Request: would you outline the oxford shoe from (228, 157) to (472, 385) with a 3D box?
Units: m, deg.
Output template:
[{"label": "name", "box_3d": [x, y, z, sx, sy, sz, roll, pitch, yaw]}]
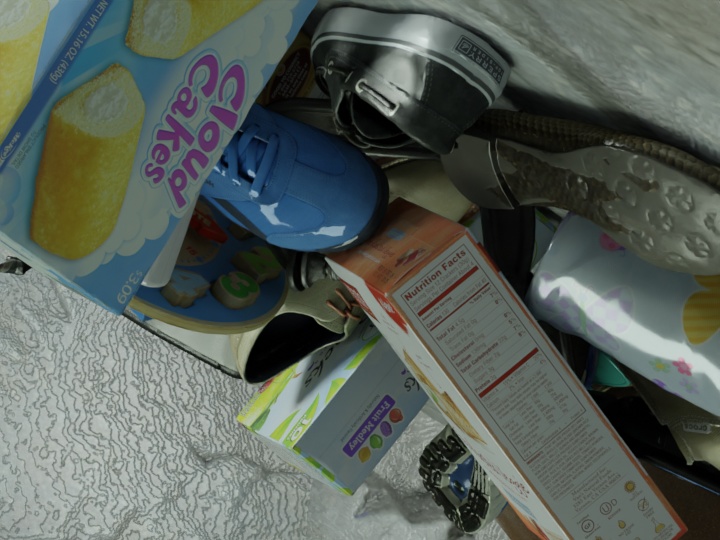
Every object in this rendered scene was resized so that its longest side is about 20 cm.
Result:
[{"label": "oxford shoe", "box_3d": [0.000, 0.000, 1.373, 0.071, 0.200, 0.074, 29, -143, -31]}]

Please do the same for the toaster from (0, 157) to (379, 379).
[{"label": "toaster", "box_3d": [-0.096, -0.038, 1.526, 0.180, 0.119, 0.200, 31, -143, 13]}]

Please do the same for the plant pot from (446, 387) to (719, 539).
[{"label": "plant pot", "box_3d": [0.173, 0.140, 1.636, 0.200, 0.201, 0.198, 25, 162, 50]}]

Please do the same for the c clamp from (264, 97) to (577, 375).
[{"label": "c clamp", "box_3d": [0.025, -0.015, 1.292, 0.199, 0.027, 0.172, 11, 126, 20]}]

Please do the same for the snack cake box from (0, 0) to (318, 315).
[{"label": "snack cake box", "box_3d": [-0.098, -0.097, 0.987, 0.067, 0.201, 0.115, 26, 172, 39]}]

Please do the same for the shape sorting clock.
[{"label": "shape sorting clock", "box_3d": [-0.123, -0.040, 1.324, 0.200, 0.039, 0.200, 33, -157, -16]}]

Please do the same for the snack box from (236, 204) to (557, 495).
[{"label": "snack box", "box_3d": [0.020, 0.036, 1.427, 0.053, 0.200, 0.142, 41, 171, -16]}]

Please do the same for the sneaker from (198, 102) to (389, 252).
[{"label": "sneaker", "box_3d": [-0.076, -0.064, 1.247, 0.200, 0.066, 0.078, 27, -178, 34]}]

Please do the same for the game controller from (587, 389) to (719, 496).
[{"label": "game controller", "box_3d": [0.203, 0.118, 1.334, 0.199, 0.042, 0.104, 26, 169, -23]}]

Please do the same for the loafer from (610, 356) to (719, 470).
[{"label": "loafer", "box_3d": [0.184, 0.064, 1.244, 0.200, 0.075, 0.068, 45, 140, 28]}]

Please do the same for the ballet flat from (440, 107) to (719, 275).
[{"label": "ballet flat", "box_3d": [0.116, -0.045, 1.103, 0.200, 0.046, 0.068, 16, 133, 50]}]

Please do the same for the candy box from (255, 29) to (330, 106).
[{"label": "candy box", "box_3d": [-0.088, -0.133, 1.328, 0.116, 0.057, 0.200, 25, 172, 37]}]

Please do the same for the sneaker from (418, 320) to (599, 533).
[{"label": "sneaker", "box_3d": [0.101, 0.080, 1.432, 0.079, 0.089, 0.200, 50, 148, 14]}]

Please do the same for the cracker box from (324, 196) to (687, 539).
[{"label": "cracker box", "box_3d": [0.072, 0.062, 1.222, 0.200, 0.058, 0.134, 54, 174, -14]}]

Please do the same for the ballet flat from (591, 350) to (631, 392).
[{"label": "ballet flat", "box_3d": [0.144, 0.041, 1.477, 0.071, 0.071, 0.200, 33, 167, -12]}]

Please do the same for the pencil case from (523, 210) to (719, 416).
[{"label": "pencil case", "box_3d": [0.178, 0.031, 1.164, 0.199, 0.083, 0.091, 30, 161, 12]}]

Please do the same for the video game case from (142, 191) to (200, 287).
[{"label": "video game case", "box_3d": [-0.145, -0.114, 1.208, 0.200, 0.183, 0.023, 28, -165, 30]}]

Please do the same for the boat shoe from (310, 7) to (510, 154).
[{"label": "boat shoe", "box_3d": [0.011, -0.090, 1.167, 0.069, 0.057, 0.200, 34, 173, -17]}]
